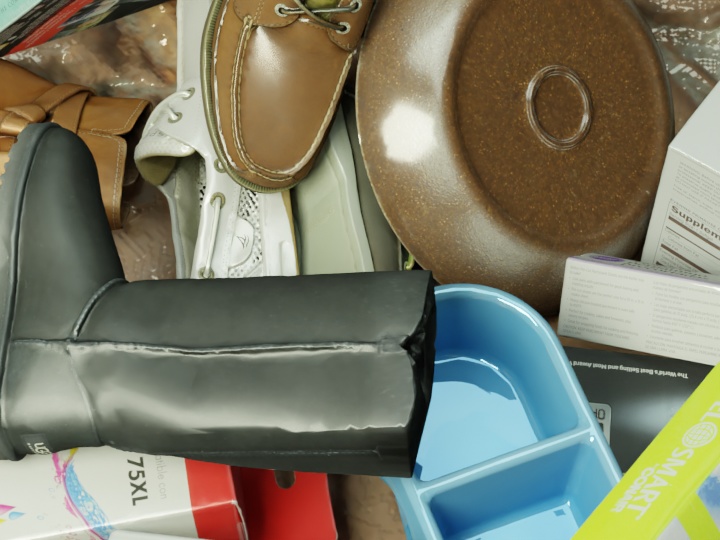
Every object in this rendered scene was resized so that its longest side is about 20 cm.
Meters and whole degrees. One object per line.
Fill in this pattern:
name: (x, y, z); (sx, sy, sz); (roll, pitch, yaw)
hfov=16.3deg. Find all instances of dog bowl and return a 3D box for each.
dog bowl: (0.063, 0.094, 1.121); (0.111, 0.050, 0.201); (-18, 66, -12)

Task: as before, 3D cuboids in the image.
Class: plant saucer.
plant saucer: (0.089, -0.079, 1.246); (0.200, 0.037, 0.201); (5, 82, -35)

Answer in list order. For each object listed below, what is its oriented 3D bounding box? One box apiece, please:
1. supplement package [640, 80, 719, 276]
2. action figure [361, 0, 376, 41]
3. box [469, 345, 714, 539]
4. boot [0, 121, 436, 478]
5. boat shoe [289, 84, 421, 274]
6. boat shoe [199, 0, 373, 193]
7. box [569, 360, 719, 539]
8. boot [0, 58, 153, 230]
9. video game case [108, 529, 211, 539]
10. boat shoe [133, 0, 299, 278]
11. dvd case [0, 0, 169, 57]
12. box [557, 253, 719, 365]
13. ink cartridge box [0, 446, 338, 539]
supplement package: (0.261, -0.056, 1.271); (0.155, 0.111, 0.200); (31, 58, 17)
action figure: (0.058, -0.152, 1.323); (0.199, 0.119, 0.102); (-13, 57, -28)
box: (0.149, 0.119, 1.176); (0.199, 0.050, 0.158); (7, 56, 1)
boot: (-0.063, 0.009, 1.113); (0.199, 0.066, 0.165); (-1, 67, 15)
boat shoe: (0.002, -0.001, 1.239); (0.060, 0.072, 0.202); (10, 59, -33)
boat shoe: (-0.028, -0.136, 1.193); (0.072, 0.068, 0.201); (9, 90, -18)
box: (0.157, 0.124, 1.074); (0.048, 0.122, 0.200); (6, 44, 49)
boot: (-0.193, -0.027, 1.246); (0.155, 0.077, 0.200); (10, 44, 5)
video game case: (-0.045, 0.201, 1.023); (0.199, 0.022, 0.183); (2, 65, 32)
boat shoe: (-0.078, -0.062, 1.252); (0.069, 0.071, 0.201); (0, 65, -22)
dvd case: (-0.104, -0.157, 1.269); (0.200, 0.146, 0.022); (-23, 88, -40)
box: (0.192, 0.028, 1.181); (0.199, 0.042, 0.039); (10, 8, 26)
ink cartridge box: (-0.118, 0.084, 1.159); (0.199, 0.067, 0.117); (-10, 56, -2)
